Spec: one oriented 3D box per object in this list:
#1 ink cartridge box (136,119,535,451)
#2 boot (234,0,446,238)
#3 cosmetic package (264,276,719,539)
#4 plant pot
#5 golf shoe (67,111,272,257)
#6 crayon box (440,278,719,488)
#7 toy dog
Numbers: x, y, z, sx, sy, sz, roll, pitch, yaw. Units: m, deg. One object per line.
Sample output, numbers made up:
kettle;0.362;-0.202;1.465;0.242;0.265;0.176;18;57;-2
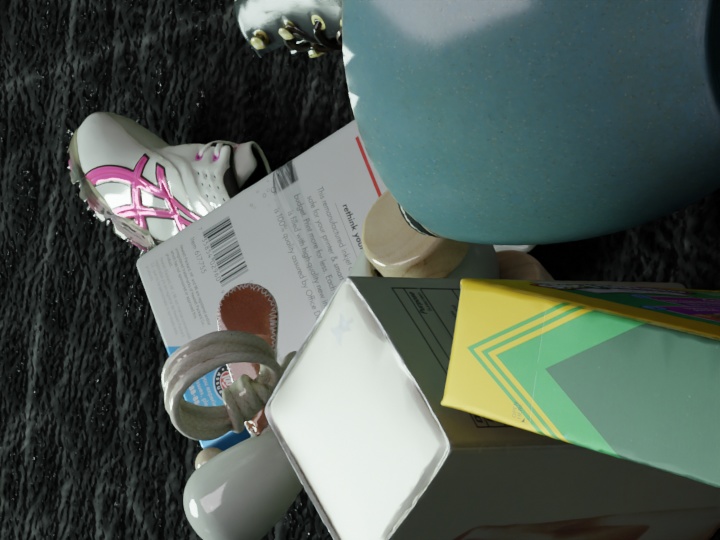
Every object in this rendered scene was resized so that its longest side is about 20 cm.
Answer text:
ink cartridge box;0.000;0.000;1.409;0.199;0.068;0.116;-31;62;17
boot;0.009;-0.104;1.279;0.153;0.073;0.205;-15;71;52
cosmetic package;0.073;0.067;1.239;0.087;0.199;0.104;-57;47;33
plant pot;0.107;-0.103;1.135;0.134;0.200;0.201;9;95;40
golf shoe;-0.081;-0.038;1.548;0.200;0.072;0.092;41;111;34
crayon box;0.163;0.045;1.130;0.172;0.199;0.059;13;97;51
toy dog;-0.011;0.029;1.307;0.096;0.199;0.132;49;164;50
